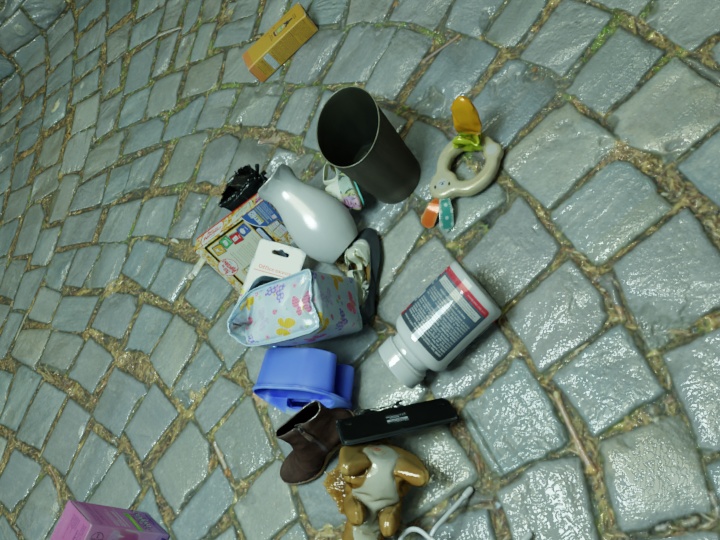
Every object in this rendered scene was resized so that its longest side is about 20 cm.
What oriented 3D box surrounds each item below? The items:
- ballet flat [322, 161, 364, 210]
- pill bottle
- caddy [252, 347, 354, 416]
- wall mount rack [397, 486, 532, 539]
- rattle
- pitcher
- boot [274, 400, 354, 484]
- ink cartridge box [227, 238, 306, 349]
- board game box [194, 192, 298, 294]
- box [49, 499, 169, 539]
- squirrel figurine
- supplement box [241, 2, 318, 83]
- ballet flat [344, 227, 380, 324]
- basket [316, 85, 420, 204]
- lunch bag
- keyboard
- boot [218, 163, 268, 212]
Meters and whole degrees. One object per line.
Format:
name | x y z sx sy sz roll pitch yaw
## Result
ballet flat | -0.041 -0.182 1.422 0.069 0.070 0.203 -16 43 0
pill bottle | 0.128 0.095 1.163 0.200 0.119 0.120 -44 51 9
caddy | -0.102 0.213 1.258 0.195 0.141 0.108 -4 61 34
wall mount rack | 0.155 0.429 1.026 0.198 0.074 0.177 28 90 40
rattle | 0.163 -0.184 1.262 0.200 0.143 0.130 -46 69 0
pitcher | -0.099 -0.114 1.390 0.199 0.172 0.122 43 99 -2
boot | -0.101 0.295 1.201 0.198 0.166 0.073 -37 52 15
ink cartridge box | -0.179 0.052 1.412 0.112 0.068 0.205 14 77 15
board game box | -0.226 -0.058 1.459 0.197 0.152 0.047 -32 34 17
box | -0.502 0.560 1.337 0.095 0.199 0.179 20 80 38
squirrel figurine | 0.011 0.373 1.123 0.200 0.137 0.193 -138 56 -74
supplement box | -0.201 -0.569 1.738 0.199 0.068 0.067 -40 53 15
ballet flat | 0.000 0.000 1.331 0.071 0.073 0.206 -11 63 30
basket | 0.024 -0.225 1.332 0.134 0.199 0.184 -30 55 18
lunch bag | -0.122 0.073 1.242 0.196 0.168 0.131 -19 77 27
keyboard | 0.059 0.254 1.139 0.194 0.041 0.104 -9 17 -8
boot | -0.240 -0.116 1.491 0.199 0.162 0.073 -49 49 5
